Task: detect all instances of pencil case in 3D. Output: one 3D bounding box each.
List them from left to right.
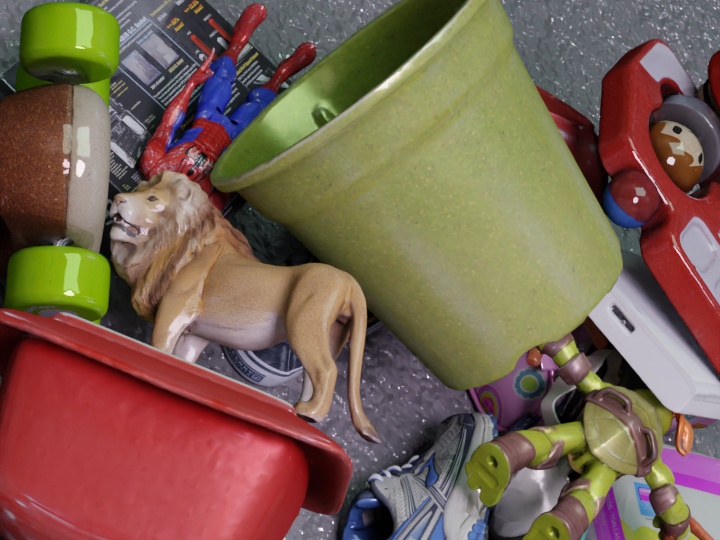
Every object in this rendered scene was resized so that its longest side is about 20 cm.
[{"bbox_3d":[0.161,0.066,1.554,0.199,0.087,0.088,3,55,-42],"label":"pencil case"}]

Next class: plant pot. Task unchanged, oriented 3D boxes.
[{"bbox_3d":[0.048,-0.042,1.339,0.185,0.200,0.201,52,37,-12],"label":"plant pot"}]

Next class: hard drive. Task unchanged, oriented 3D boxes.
[{"bbox_3d":[0.202,0.041,1.474,0.132,0.026,0.200,52,20,25],"label":"hard drive"}]

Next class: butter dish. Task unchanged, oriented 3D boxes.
[{"bbox_3d":[-0.118,0.123,1.196,0.199,0.200,0.149,22,75,3],"label":"butter dish"}]

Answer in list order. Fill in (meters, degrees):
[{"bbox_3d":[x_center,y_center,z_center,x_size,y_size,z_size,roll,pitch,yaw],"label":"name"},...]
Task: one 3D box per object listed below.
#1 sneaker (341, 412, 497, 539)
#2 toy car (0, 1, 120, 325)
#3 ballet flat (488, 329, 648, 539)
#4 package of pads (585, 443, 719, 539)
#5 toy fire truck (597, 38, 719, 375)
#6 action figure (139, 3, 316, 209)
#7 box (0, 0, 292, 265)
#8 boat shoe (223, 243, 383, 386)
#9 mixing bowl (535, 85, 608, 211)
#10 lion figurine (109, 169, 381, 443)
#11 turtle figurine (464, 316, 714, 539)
[{"bbox_3d":[0.034,0.137,1.383,0.085,0.078,0.200,8,24,3],"label":"sneaker"},{"bbox_3d":[-0.234,-0.051,1.274,0.198,0.158,0.166,3,75,-9],"label":"toy car"},{"bbox_3d":[0.120,0.116,1.445,0.068,0.068,0.201,48,61,-28],"label":"ballet flat"},{"bbox_3d":[0.227,0.197,1.512,0.199,0.068,0.155,16,46,-31],"label":"package of pads"},{"bbox_3d":[0.210,-0.039,1.435,0.201,0.112,0.168,56,33,-8],"label":"toy fire truck"},{"bbox_3d":[-0.084,-0.091,1.421,0.065,0.052,0.200,41,42,-12],"label":"action figure"},{"bbox_3d":[-0.129,-0.094,1.460,0.158,0.050,0.200,42,38,-4],"label":"box"},{"bbox_3d":[0.000,0.000,1.461,0.071,0.091,0.200,47,38,2],"label":"boat shoe"},{"bbox_3d":[0.084,-0.068,1.515,0.199,0.109,0.200,27,13,-7],"label":"mixing bowl"},{"bbox_3d":[-0.058,0.019,1.278,0.199,0.073,0.123,15,70,23],"label":"lion figurine"},{"bbox_3d":[0.144,0.110,1.364,0.161,0.064,0.201,-31,90,-44],"label":"turtle figurine"}]
